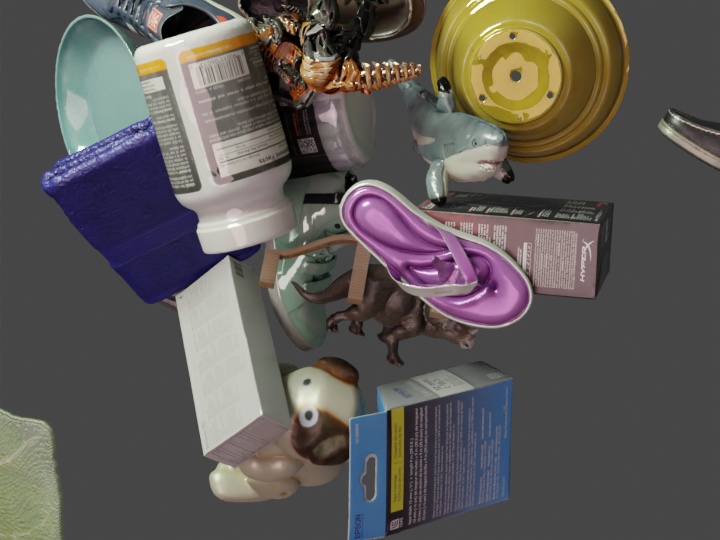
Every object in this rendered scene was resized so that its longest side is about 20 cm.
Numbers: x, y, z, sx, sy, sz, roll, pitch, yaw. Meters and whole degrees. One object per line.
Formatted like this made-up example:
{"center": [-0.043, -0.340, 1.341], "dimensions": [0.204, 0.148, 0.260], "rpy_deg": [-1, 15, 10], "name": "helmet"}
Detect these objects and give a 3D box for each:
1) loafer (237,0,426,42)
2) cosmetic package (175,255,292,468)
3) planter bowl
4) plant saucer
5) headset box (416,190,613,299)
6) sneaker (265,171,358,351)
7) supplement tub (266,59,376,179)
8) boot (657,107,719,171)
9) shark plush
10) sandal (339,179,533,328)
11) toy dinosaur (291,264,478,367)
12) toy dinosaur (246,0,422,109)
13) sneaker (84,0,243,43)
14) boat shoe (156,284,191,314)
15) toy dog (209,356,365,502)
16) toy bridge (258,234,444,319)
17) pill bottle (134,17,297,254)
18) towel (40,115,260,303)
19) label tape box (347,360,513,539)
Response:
{"center": [-0.034, -0.258, 1.347], "dimensions": [0.199, 0.071, 0.074], "rpy_deg": [1, 108, 16], "name": "loafer"}
{"center": [-0.129, 0.090, 1.360], "dimensions": [0.082, 0.201, 0.051], "rpy_deg": [-34, 139, 23], "name": "cosmetic package"}
{"center": [0.156, -0.193, 1.306], "dimensions": [0.199, 0.083, 0.202], "rpy_deg": [5, 109, 15], "name": "planter bowl"}
{"center": [-0.259, -0.169, 1.420], "dimensions": [0.199, 0.036, 0.201], "rpy_deg": [21, 118, 47], "name": "plant saucer"}
{"center": [0.141, -0.029, 1.324], "dimensions": [0.199, 0.149, 0.078], "rpy_deg": [4, 101, 14], "name": "headset box"}
{"center": [-0.035, -0.012, 1.422], "dimensions": [0.117, 0.074, 0.202], "rpy_deg": [-4, 104, 23], "name": "sneaker"}
{"center": [-0.092, -0.151, 1.370], "dimensions": [0.199, 0.123, 0.123], "rpy_deg": [-7, 105, 17], "name": "supplement tub"}
{"center": [0.395, -0.155, 1.256], "dimensions": [0.202, 0.074, 0.155], "rpy_deg": [21, 110, 2], "name": "boot"}
{"center": [0.089, -0.150, 1.311], "dimensions": [0.090, 0.201, 0.084], "rpy_deg": [-10, 133, -12], "name": "shark plush"}
{"center": [0.063, -0.008, 1.246], "dimensions": [0.202, 0.050, 0.083], "rpy_deg": [31, 108, 8], "name": "sandal"}
{"center": [0.025, 0.033, 1.416], "dimensions": [0.199, 0.077, 0.103], "rpy_deg": [27, 109, -8], "name": "toy dinosaur"}
{"center": [-0.027, -0.212, 1.263], "dimensions": [0.199, 0.102, 0.137], "rpy_deg": [18, 100, 13], "name": "toy dinosaur"}
{"center": [-0.209, -0.264, 1.388], "dimensions": [0.199, 0.085, 0.075], "rpy_deg": [22, 112, 9], "name": "sneaker"}
{"center": [-0.191, 0.007, 1.485], "dimensions": [0.202, 0.065, 0.075], "rpy_deg": [38, 104, 4], "name": "boat shoe"}
{"center": [-0.062, 0.170, 1.417], "dimensions": [0.193, 0.140, 0.200], "rpy_deg": [20, 154, -9], "name": "toy dog"}
{"center": [0.000, 0.000, 1.368], "dimensions": [0.199, 0.027, 0.068], "rpy_deg": [10, 76, 0], "name": "toy bridge"}
{"center": [-0.130, -0.125, 1.261], "dimensions": [0.116, 0.116, 0.201], "rpy_deg": [-11, 102, 19], "name": "pill bottle"}
{"center": [-0.210, -0.062, 1.368], "dimensions": [0.147, 0.050, 0.200], "rpy_deg": [-25, 133, 12], "name": "towel"}
{"center": [0.061, 0.186, 1.402], "dimensions": [0.199, 0.066, 0.144], "rpy_deg": [-10, 111, -27], "name": "label tape box"}
